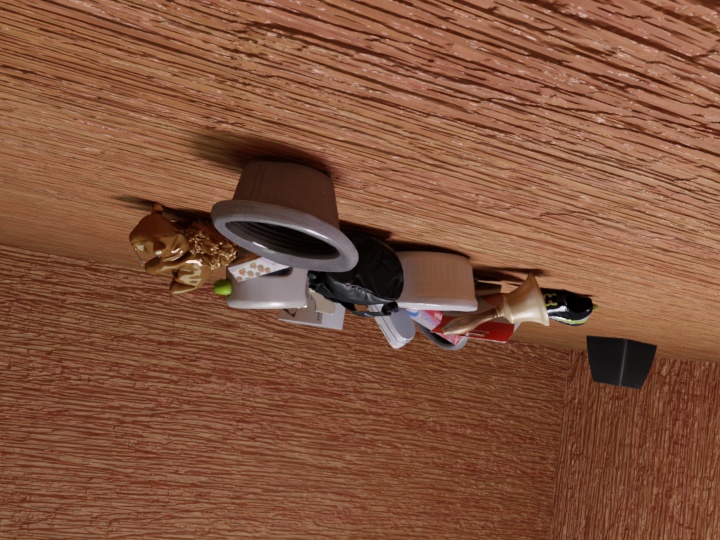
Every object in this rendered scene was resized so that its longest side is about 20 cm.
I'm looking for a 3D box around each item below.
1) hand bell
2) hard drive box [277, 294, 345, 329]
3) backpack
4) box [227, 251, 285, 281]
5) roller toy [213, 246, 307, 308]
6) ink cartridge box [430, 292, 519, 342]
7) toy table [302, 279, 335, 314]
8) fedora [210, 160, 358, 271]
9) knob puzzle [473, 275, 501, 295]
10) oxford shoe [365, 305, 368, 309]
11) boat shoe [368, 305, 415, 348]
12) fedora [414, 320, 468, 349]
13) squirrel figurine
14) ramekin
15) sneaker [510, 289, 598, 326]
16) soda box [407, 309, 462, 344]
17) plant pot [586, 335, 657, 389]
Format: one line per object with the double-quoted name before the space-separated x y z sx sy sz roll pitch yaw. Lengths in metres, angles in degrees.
"hand bell" 0.252 0.087 1.210 0.196 0.107 0.104 -20 168 9
"hard drive box" -0.124 0.067 1.683 0.076 0.160 0.197 16 170 -42
"backpack" -0.016 0.000 1.106 0.164 0.129 0.199 27 169 -14
"box" -0.170 -0.024 1.214 0.196 0.042 0.039 -14 124 33
"roller toy" -0.203 0.008 1.374 0.178 0.144 0.199 0 179 26
"ink cartridge box" 0.246 0.087 1.297 0.158 0.052 0.199 6 -167 26
"toy table" -0.140 0.032 1.531 0.179 0.120 0.200 11 173 1
"fedora" -0.084 -0.072 0.757 0.173 0.093 0.199 3 165 30
"knob puzzle" 0.220 0.025 1.383 0.213 0.031 0.220 3 -174 0
"oxford shoe" 0.045 0.045 1.358 0.196 0.087 0.072 -2 164 31
"boat shoe" 0.040 0.065 1.289 0.072 0.204 0.065 -10 157 -36
"fedora" 0.221 0.099 1.574 0.089 0.181 0.199 -19 -153 -30
"squirrel figurine" -0.330 -0.057 1.189 0.194 0.145 0.187 -7 159 11
"ramekin" 0.121 0.022 1.177 0.196 0.097 0.202 3 174 0
"sneaker" 0.428 0.066 1.400 0.194 0.073 0.083 9 149 -3
"soda box" 0.162 0.087 1.467 0.198 0.071 0.063 30 -135 31
"plant pot" 1.025 0.367 2.493 0.196 0.182 0.198 14 171 -29
